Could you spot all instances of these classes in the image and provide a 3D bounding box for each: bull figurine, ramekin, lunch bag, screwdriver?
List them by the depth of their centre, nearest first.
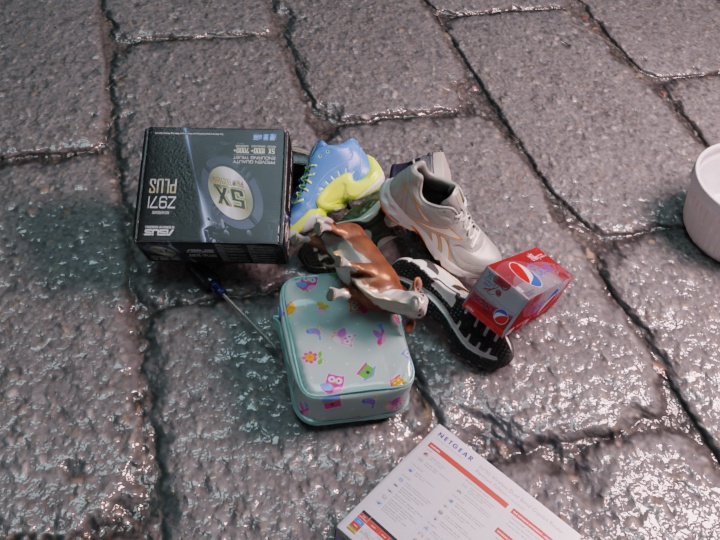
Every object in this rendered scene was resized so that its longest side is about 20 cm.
[{"bbox_3d":[0.000,0.000,1.013,0.120,0.066,0.200,16,22,-40],"label":"bull figurine"},{"bbox_3d":[-0.026,0.092,1.034,0.158,0.078,0.202,-7,47,-10],"label":"lunch bag"},{"bbox_3d":[-0.170,0.040,1.102,0.199,0.028,0.029,35,81,30],"label":"screwdriver"},{"bbox_3d":[0.587,-0.092,1.247,0.197,0.106,0.202,2,45,-2],"label":"ramekin"}]

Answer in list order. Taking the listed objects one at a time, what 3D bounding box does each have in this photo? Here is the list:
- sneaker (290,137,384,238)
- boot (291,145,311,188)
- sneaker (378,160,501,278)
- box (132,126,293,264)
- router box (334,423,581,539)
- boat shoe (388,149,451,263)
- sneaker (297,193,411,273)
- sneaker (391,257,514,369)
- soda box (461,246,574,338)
[{"bbox_3d":[-0.067,-0.122,1.197,0.199,0.076,0.106,-32,94,-15],"label":"sneaker"},{"bbox_3d":[-0.153,-0.111,1.225,0.200,0.074,0.155,4,48,5],"label":"boot"},{"bbox_3d":[0.121,-0.066,1.103,0.199,0.092,0.076,35,52,-14],"label":"sneaker"},{"bbox_3d":[-0.194,-0.100,1.118,0.197,0.086,0.166,2,73,1],"label":"box"},{"bbox_3d":[0.102,0.288,0.876,0.199,0.049,0.179,36,53,26],"label":"router box"},{"bbox_3d":[0.090,-0.088,1.234,0.091,0.075,0.202,-11,49,16],"label":"boat shoe"},{"bbox_3d":[-0.002,-0.062,1.189,0.198,0.078,0.089,-27,24,-7],"label":"sneaker"},{"bbox_3d":[0.130,0.048,1.095,0.200,0.074,0.080,44,27,19],"label":"sneaker"},{"bbox_3d":[0.206,0.024,1.066,0.070,0.064,0.199,39,24,19],"label":"soda box"}]
